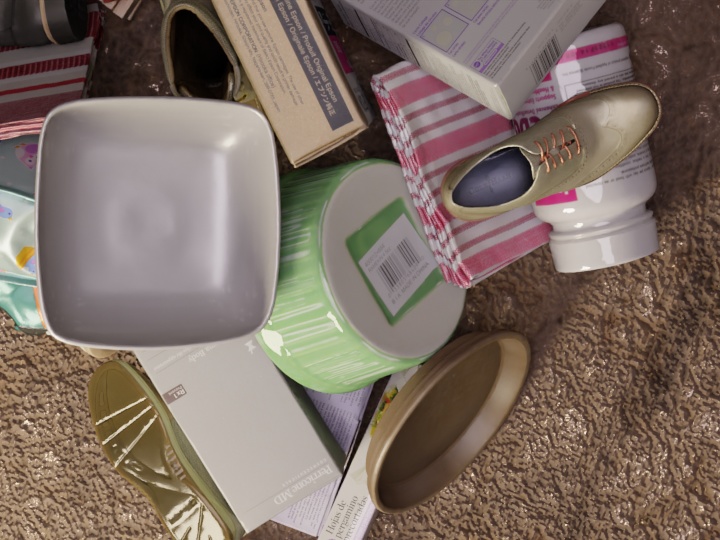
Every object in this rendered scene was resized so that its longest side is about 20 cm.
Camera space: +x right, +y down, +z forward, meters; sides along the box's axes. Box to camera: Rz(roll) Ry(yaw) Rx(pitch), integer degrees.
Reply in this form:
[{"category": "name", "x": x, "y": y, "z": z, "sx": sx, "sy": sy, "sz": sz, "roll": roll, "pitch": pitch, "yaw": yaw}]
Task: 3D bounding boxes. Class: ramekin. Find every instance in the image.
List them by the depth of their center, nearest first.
[{"category": "ramekin", "x": 0.000, "y": 0.000, "z": 1.467, "sx": 0.097, "sy": 0.200, "sz": 0.201, "roll": -16, "pitch": 99, "yaw": 46}]

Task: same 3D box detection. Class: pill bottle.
[{"category": "pill bottle", "x": 0.196, "y": -0.107, "z": 1.489, "sx": 0.113, "sy": 0.113, "sz": 0.202, "roll": -13, "pitch": 97, "yaw": 5}]

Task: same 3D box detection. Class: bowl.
[{"category": "bowl", "x": -0.168, "y": -0.038, "z": 1.380, "sx": 0.198, "sy": 0.075, "sz": 0.202, "roll": -1, "pitch": 93, "yaw": -17}]

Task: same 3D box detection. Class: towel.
[{"category": "towel", "x": -0.300, "y": -0.170, "z": 1.481, "sx": 0.143, "sy": 0.201, "sz": 0.023, "roll": -8, "pitch": 126, "yaw": 4}, {"category": "towel", "x": 0.096, "y": -0.098, "z": 1.492, "sx": 0.030, "sy": 0.146, "sz": 0.201, "roll": -15, "pitch": 98, "yaw": 46}]

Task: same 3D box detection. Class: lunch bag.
[{"category": "lunch bag", "x": -0.271, "y": -0.066, "z": 1.488, "sx": 0.198, "sy": 0.171, "sz": 0.123, "roll": 11, "pitch": 124, "yaw": 1}]

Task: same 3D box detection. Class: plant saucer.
[{"category": "plant saucer", "x": 0.074, "y": 0.129, "z": 1.503, "sx": 0.029, "sy": 0.200, "sz": 0.201, "roll": 40, "pitch": 99, "yaw": 27}]

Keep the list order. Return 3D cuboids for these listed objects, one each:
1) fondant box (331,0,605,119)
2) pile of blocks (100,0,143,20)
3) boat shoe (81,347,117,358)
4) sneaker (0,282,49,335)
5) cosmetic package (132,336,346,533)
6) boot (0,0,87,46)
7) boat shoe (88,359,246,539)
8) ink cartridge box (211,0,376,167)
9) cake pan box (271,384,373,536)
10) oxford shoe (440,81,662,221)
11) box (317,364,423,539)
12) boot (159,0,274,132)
[{"category": "fondant box", "x": 0.090, "y": -0.237, "z": 1.442, "sx": 0.200, "sy": 0.058, "sz": 0.145, "roll": 34, "pitch": 80, "yaw": 30}, {"category": "pile of blocks", "x": -0.166, "y": -0.299, "z": 1.513, "sx": 0.199, "sy": 0.062, "sz": 0.082, "roll": -31, "pitch": 95, "yaw": 7}, {"category": "boat shoe", "x": -0.195, "y": -0.001, "z": 1.512, "sx": 0.064, "sy": 0.200, "sz": 0.072, "roll": 21, "pitch": 139, "yaw": 27}, {"category": "sneaker", "x": -0.271, "y": 0.026, "z": 1.567, "sx": 0.199, "sy": 0.072, "sz": 0.080, "roll": 24, "pitch": 119, "yaw": -6}, {"category": "cosmetic package", "x": -0.106, "y": 0.117, "z": 1.505, "sx": 0.106, "sy": 0.090, "sz": 0.201, "roll": -33, "pitch": 92, "yaw": 4}, {"category": "boot", "x": -0.320, "y": -0.289, "z": 1.500, "sx": 0.137, "sy": 0.077, "sz": 0.202, "roll": -9, "pitch": 71, "yaw": 11}, {"category": "boat shoe", "x": -0.172, "y": 0.166, "z": 1.538, "sx": 0.073, "sy": 0.063, "sz": 0.201, "roll": -39, "pitch": 87, "yaw": 25}, {"category": "ink cartridge box", "x": -0.055, "y": -0.183, "z": 1.451, "sx": 0.075, "sy": 0.200, "sz": 0.166, "roll": -27, "pitch": 96, "yaw": 5}, {"category": "cake pan box", "x": -0.091, "y": 0.128, "z": 1.573, "sx": 0.183, "sy": 0.052, "sz": 0.201, "roll": 19, "pitch": 98, "yaw": 3}, {"category": "oxford shoe", "x": 0.159, "y": -0.093, "z": 1.399, "sx": 0.199, "sy": 0.074, "sz": 0.071, "roll": -30, "pitch": 93, "yaw": 6}, {"category": "box", "x": 0.015, "y": 0.176, "z": 1.558, "sx": 0.038, "sy": 0.041, "sz": 0.201, "roll": 24, "pitch": 89, "yaw": 11}, {"category": "boot", "x": -0.124, "y": -0.160, "z": 1.466, "sx": 0.072, "sy": 0.155, "sz": 0.201, "roll": -19, "pitch": 116, "yaw": 2}]
